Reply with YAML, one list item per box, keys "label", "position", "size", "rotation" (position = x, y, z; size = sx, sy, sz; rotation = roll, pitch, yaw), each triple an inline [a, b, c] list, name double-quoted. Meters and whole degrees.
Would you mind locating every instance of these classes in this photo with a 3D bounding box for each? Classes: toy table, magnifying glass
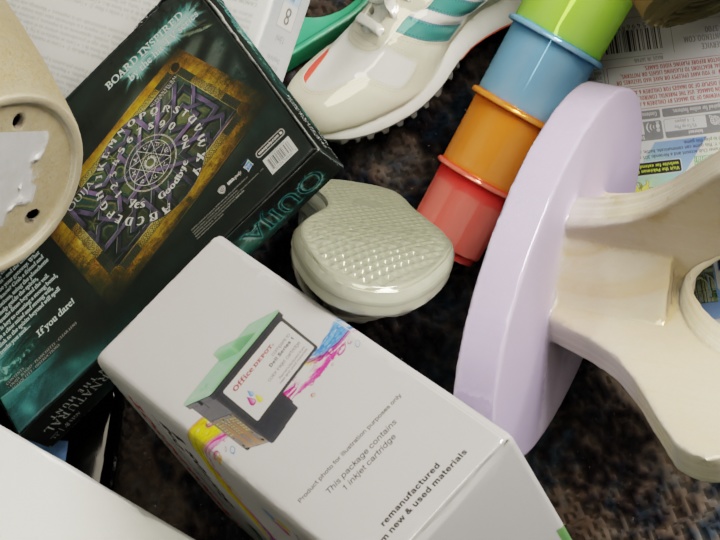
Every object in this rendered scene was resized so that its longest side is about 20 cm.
- label: "toy table"
  position: [0.132, 0.008, 0.813]
  size: [0.117, 0.184, 0.201]
  rotation: [12, 65, 22]
- label: "magnifying glass"
  position: [-0.054, -0.117, 0.965]
  size: [0.079, 0.022, 0.200]
  rotation: [30, 79, 14]

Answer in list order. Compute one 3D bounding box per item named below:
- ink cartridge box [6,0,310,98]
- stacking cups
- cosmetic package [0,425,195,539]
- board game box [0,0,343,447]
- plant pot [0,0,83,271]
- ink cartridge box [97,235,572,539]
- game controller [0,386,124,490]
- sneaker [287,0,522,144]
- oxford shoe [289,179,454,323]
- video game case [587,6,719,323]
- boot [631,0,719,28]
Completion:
- label: "ink cartridge box"
  position: [-0.129, -0.084, 0.946]
  size: [0.160, 0.047, 0.201]
  rotation: [19, 92, 22]
- label: "stacking cups"
  position: [0.085, -0.099, 0.902]
  size: [0.060, 0.060, 0.200]
  rotation: [34, 100, 15]
- label: "cosmetic package"
  position: [-0.117, 0.163, 0.815]
  size: [0.199, 0.081, 0.113]
  rotation: [29, 72, -2]
- label: "board game box"
  position: [-0.116, -0.030, 0.878]
  size: [0.200, 0.028, 0.135]
  rotation: [-42, 57, 11]
- label: "plant pot"
  position: [-0.229, -0.084, 0.856]
  size: [0.200, 0.187, 0.187]
  rotation: [35, 78, 33]
- label: "ink cartridge box"
  position: [-0.005, 0.092, 0.789]
  size: [0.084, 0.145, 0.200]
  rotation: [-45, 46, -13]
- label: "game controller"
  position: [-0.177, 0.136, 0.884]
  size: [0.104, 0.042, 0.201]
  rotation: [5, 72, 7]
- label: "sneaker"
  position: [0.033, -0.150, 0.919]
  size: [0.199, 0.094, 0.070]
  rotation: [-35, 41, -9]
- label: "oxford shoe"
  position: [0.000, 0.000, 0.845]
  size: [0.075, 0.200, 0.058]
  rotation: [10, 101, -7]
- label: "video game case"
  position: [0.186, -0.055, 0.922]
  size: [0.199, 0.022, 0.183]
  rotation: [-6, 72, 3]
- label: "boot"
  position: [0.140, -0.219, 0.843]
  size: [0.175, 0.066, 0.201]
  rotation: [-22, 79, -45]
